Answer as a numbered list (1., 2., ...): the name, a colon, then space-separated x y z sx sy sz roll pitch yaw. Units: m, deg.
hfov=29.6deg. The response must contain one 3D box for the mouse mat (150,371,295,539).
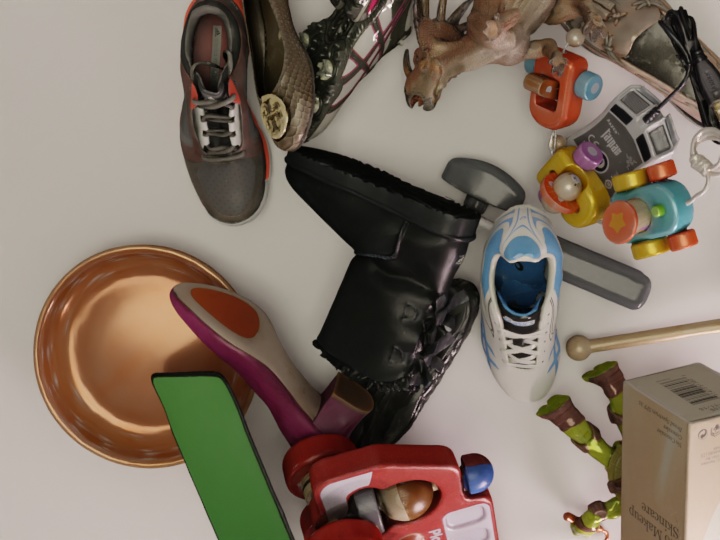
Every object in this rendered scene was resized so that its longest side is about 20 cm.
1. mouse mat: -0.108 0.174 1.128 0.008 0.161 0.200 -25 99 -29

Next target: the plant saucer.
1. plant saucer: -0.186 0.074 1.200 0.200 0.037 0.201 1 101 4

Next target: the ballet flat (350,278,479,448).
1. ballet flat: 0.042 0.092 1.183 0.066 0.057 0.200 43 108 17

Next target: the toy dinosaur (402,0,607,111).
1. toy dinosaur: 0.115 -0.213 1.076 0.200 0.136 0.086 -43 128 -12

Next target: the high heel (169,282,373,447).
1. high heel: -0.092 0.093 1.154 0.200 0.067 0.096 37 123 -4

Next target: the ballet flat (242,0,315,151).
1. ballet flat: -0.076 -0.194 1.106 0.067 0.046 0.200 -17 76 49

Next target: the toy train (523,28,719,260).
1. toy train: 0.187 -0.092 1.068 0.200 0.056 0.150 38 131 38

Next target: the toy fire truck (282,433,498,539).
1. toy fire truck: 0.032 0.207 1.146 0.168 0.112 0.200 -16 136 -4

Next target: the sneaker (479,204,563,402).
1. sneaker: 0.131 0.040 1.125 0.072 0.073 0.200 4 130 13

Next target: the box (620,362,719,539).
1. box: 0.267 0.187 1.102 0.078 0.095 0.200 -11 110 -21

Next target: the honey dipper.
1. honey dipper: 0.275 0.051 1.164 0.200 0.038 0.038 -8 99 8

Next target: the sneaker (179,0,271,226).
1. sneaker: -0.123 -0.132 1.135 0.077 0.082 0.200 -7 99 5

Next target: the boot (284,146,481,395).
1. boot: 0.000 0.000 1.135 0.198 0.073 0.163 26 107 24

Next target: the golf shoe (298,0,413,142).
1. golf shoe: -0.003 -0.185 1.119 0.088 0.077 0.200 1 131 -38

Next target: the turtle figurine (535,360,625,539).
1. turtle figurine: 0.223 0.170 1.173 0.200 0.064 0.161 -35 96 9

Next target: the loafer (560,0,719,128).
1. loafer: 0.238 -0.186 1.109 0.200 0.063 0.072 37 100 -3

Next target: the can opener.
1. can opener: 0.154 -0.029 1.148 0.200 0.053 0.067 27 100 -1

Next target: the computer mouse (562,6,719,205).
1. computer mouse: 0.224 -0.112 1.097 0.110 0.044 0.200 60 141 12
